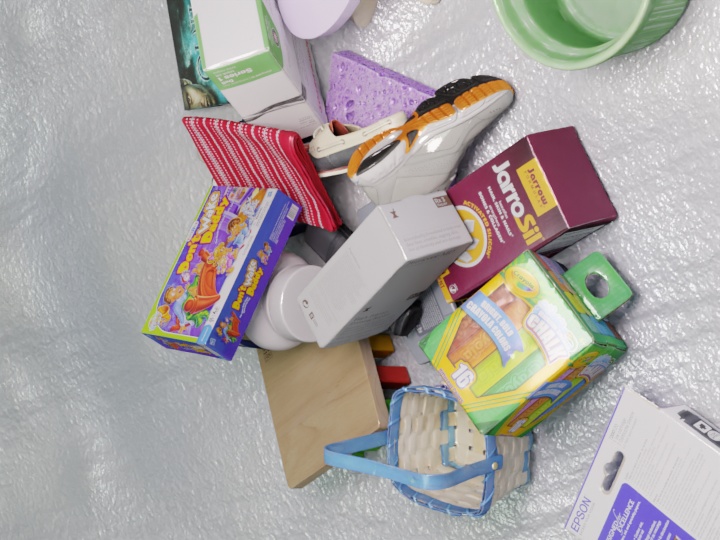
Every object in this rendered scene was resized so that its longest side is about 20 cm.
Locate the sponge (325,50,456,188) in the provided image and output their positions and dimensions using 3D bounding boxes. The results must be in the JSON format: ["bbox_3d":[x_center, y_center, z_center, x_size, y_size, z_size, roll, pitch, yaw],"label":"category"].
[{"bbox_3d":[0.037,-0.171,1.735,0.200,0.030,0.112,30,121,37],"label":"sponge"}]

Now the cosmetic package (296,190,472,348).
[{"bbox_3d":[0.023,0.001,1.623,0.200,0.101,0.074,-46,66,48],"label":"cosmetic package"}]

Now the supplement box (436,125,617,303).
[{"bbox_3d":[0.160,-0.058,1.597,0.200,0.085,0.111,-35,75,44],"label":"supplement box"}]

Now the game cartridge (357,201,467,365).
[{"bbox_3d":[0.065,0.004,1.728,0.133,0.040,0.201,-28,83,54],"label":"game cartridge"}]

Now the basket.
[{"bbox_3d":[0.081,0.200,1.659,0.176,0.199,0.140,9,107,43],"label":"basket"}]

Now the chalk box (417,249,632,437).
[{"bbox_3d":[0.186,0.065,1.551,0.200,0.124,0.125,-43,68,15],"label":"chalk box"}]

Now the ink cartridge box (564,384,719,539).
[{"bbox_3d":[0.324,0.244,1.536,0.200,0.043,0.199,37,124,31],"label":"ink cartridge box"}]

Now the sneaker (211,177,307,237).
[{"bbox_3d":[-0.136,-0.088,1.898,0.199,0.080,0.116,-17,90,48],"label":"sneaker"}]

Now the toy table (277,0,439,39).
[{"bbox_3d":[-0.004,-0.354,1.668,0.184,0.117,0.200,55,133,20],"label":"toy table"}]

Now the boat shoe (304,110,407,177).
[{"bbox_3d":[-0.018,-0.145,1.723,0.199,0.071,0.063,-1,113,42],"label":"boat shoe"}]

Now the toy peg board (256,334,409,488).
[{"bbox_3d":[-0.020,0.140,1.846,0.200,0.097,0.200,-39,56,43],"label":"toy peg board"}]

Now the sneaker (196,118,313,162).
[{"bbox_3d":[-0.127,-0.179,1.875,0.199,0.075,0.085,-2,100,36],"label":"sneaker"}]

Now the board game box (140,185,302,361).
[{"bbox_3d":[-0.163,0.000,1.743,0.134,0.045,0.201,5,66,49],"label":"board game box"}]

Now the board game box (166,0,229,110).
[{"bbox_3d":[-0.196,-0.314,1.939,0.135,0.028,0.201,-3,98,45],"label":"board game box"}]

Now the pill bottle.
[{"bbox_3d":[-0.117,0.035,1.806,0.200,0.119,0.120,2,102,52],"label":"pill bottle"}]

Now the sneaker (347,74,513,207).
[{"bbox_3d":[0.087,-0.134,1.632,0.092,0.199,0.076,55,-174,-29],"label":"sneaker"}]

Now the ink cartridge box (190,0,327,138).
[{"bbox_3d":[-0.117,-0.252,1.726,0.084,0.200,0.147,-17,63,11],"label":"ink cartridge box"}]

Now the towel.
[{"bbox_3d":[-0.118,-0.115,1.765,0.199,0.022,0.145,13,140,43],"label":"towel"}]

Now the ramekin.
[{"bbox_3d":[0.229,-0.299,1.456,0.199,0.097,0.201,14,110,43],"label":"ramekin"}]

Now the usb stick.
[{"bbox_3d":[0.000,0.000,1.758,0.200,0.033,0.056,46,122,33],"label":"usb stick"}]
